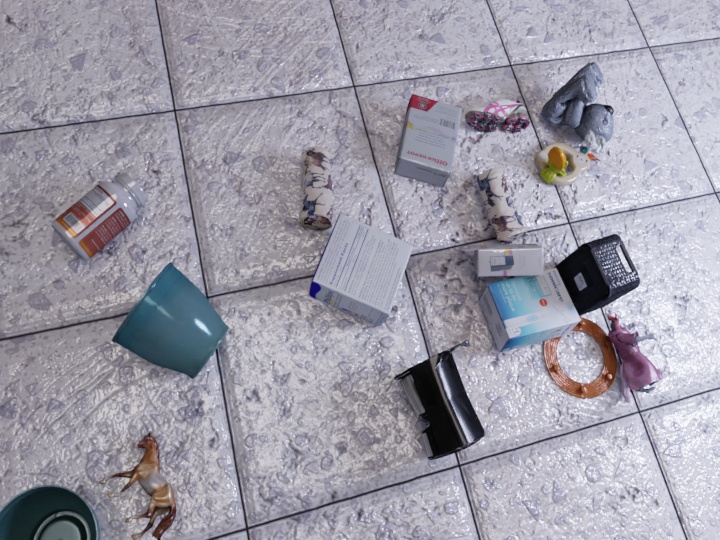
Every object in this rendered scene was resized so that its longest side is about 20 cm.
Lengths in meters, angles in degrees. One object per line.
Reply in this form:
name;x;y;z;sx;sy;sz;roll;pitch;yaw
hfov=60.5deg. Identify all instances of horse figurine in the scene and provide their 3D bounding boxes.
horse figurine;-0.434;0.448;1.254;0.131;0.050;0.201;-29;69;-36

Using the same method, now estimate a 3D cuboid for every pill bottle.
pill bottle;-0.588;-0.128;1.410;0.112;0.113;0.200;41;68;7

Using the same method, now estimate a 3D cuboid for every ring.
ring;0.549;0.213;1.533;0.194;0.019;0.207;3;70;-8

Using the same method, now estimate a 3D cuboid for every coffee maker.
coffee maker;0.187;0.290;1.350;0.132;0.192;0.204;-16;74;-32

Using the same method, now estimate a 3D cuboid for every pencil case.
pencil case;0.364;-0.171;1.601;0.088;0.077;0.205;0;67;-41
pencil case;-0.112;-0.205;1.538;0.087;0.078;0.206;7;69;-23

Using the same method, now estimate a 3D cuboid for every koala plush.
koala plush;0.626;-0.428;1.714;0.200;0.183;0.178;46;42;-7

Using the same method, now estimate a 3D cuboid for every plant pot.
plant pot;-0.581;0.516;1.165;0.194;0.135;0.207;3;69;-8
plant pot;-0.391;0.121;1.321;0.186;0.199;0.203;37;67;-11

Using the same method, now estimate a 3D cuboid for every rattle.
rattle;0.584;-0.321;1.673;0.194;0.145;0.133;-12;53;-7

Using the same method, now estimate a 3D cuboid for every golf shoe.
golf shoe;0.371;-0.435;1.712;0.194;0.073;0.095;-1;64;-21

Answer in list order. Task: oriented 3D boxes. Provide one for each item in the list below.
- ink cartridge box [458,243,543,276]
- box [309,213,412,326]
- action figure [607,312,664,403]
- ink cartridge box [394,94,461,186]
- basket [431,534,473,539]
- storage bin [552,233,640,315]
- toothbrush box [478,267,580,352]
ink cartridge box;0.339;-0.026;1.511;0.193;0.117;0.070;-1;97;7
box;0.000;0.000;1.468;0.195;0.105;0.188;23;68;-1
action figure;0.660;0.200;1.529;0.147;0.134;0.203;-33;78;9
ink cartridge box;0.177;-0.343;1.635;0.141;0.083;0.206;15;68;-4
basket;0.138;0.627;1.255;0.194;0.124;0.140;-7;72;-11
storage bin;0.568;0.016;1.508;0.091;0.201;0.139;-15;73;-14
toothbrush box;0.410;0.096;1.508;0.194;0.086;0.150;-10;64;-14
